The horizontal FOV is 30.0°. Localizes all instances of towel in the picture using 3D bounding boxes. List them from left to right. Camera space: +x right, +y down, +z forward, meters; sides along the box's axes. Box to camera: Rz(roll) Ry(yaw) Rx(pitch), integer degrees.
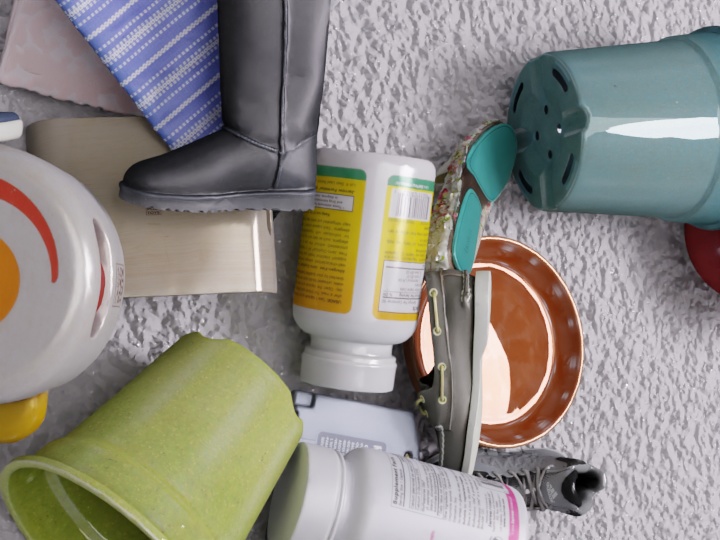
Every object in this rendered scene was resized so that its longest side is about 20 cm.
[{"bbox_3d":[-0.174,-0.216,1.079,0.198,0.032,0.192,13,115,-25],"label":"towel"},{"bbox_3d":[-0.139,-0.201,1.037,0.145,0.024,0.201,-41,112,-10],"label":"towel"}]

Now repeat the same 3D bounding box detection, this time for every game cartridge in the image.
[{"bbox_3d":[-0.015,0.216,1.185,0.132,0.041,0.202,13,80,-22],"label":"game cartridge"}]

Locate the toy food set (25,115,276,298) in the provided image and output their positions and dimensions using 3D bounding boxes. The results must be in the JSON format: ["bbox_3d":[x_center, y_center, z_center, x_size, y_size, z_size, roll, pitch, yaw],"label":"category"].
[{"bbox_3d":[-0.169,-0.049,1.093,0.198,0.060,0.145,-3,86,-11],"label":"toy food set"}]

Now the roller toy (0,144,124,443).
[{"bbox_3d":[-0.266,0.006,0.984,0.182,0.140,0.200,-41,88,-1],"label":"roller toy"}]

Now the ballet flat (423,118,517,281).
[{"bbox_3d":[0.089,-0.067,1.253,0.076,0.063,0.201,57,42,-33],"label":"ballet flat"}]

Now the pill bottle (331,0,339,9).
[{"bbox_3d":[-0.100,-0.297,1.139,0.199,0.111,0.112,25,75,-26],"label":"pill bottle"}]

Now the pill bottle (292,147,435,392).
[{"bbox_3d":[0.000,0.000,1.170,0.112,0.112,0.203,5,93,-29],"label":"pill bottle"}]

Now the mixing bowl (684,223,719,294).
[{"bbox_3d":[0.417,-0.043,1.423,0.198,0.108,0.203,2,85,-29],"label":"mixing bowl"}]

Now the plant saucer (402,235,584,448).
[{"bbox_3d":[0.126,0.068,1.282,0.198,0.032,0.203,5,79,-28],"label":"plant saucer"}]

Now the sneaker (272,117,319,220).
[{"bbox_3d":[-0.085,-0.095,1.154,0.075,0.079,0.202,21,78,-28],"label":"sneaker"}]

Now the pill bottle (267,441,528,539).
[{"bbox_3d":[0.030,0.213,1.123,0.198,0.113,0.115,17,78,-16],"label":"pill bottle"}]

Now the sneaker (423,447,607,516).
[{"bbox_3d":[0.143,0.199,1.243,0.198,0.115,0.076,-6,90,-30],"label":"sneaker"}]

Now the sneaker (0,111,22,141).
[{"bbox_3d":[-0.350,-0.140,1.004,0.198,0.075,0.086,4,89,-29],"label":"sneaker"}]

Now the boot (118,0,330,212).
[{"bbox_3d":[-0.101,-0.149,1.020,0.163,0.066,0.202,-3,107,-29],"label":"boot"}]

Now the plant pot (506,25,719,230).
[{"bbox_3d":[0.259,-0.135,1.300,0.194,0.200,0.203,-4,88,-22],"label":"plant pot"}]

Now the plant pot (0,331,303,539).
[{"bbox_3d":[-0.146,0.155,1.052,0.201,0.200,0.185,51,53,-17],"label":"plant pot"}]

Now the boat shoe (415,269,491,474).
[{"bbox_3d":[0.080,0.097,1.189,0.060,0.072,0.204,5,104,6],"label":"boat shoe"}]
